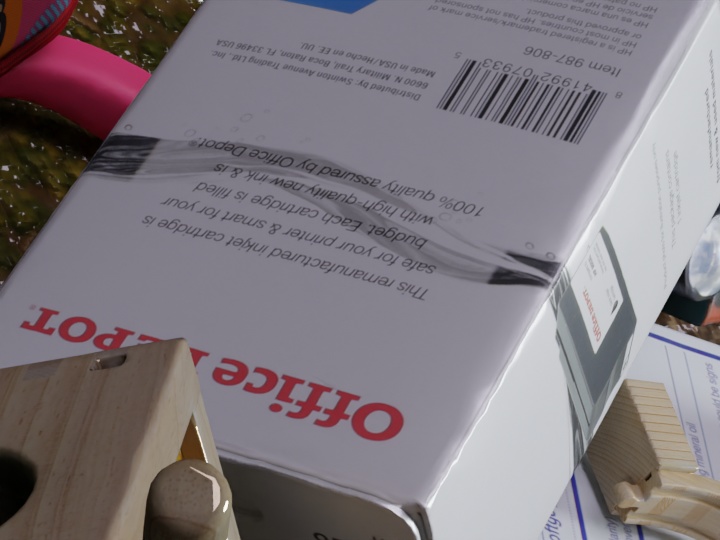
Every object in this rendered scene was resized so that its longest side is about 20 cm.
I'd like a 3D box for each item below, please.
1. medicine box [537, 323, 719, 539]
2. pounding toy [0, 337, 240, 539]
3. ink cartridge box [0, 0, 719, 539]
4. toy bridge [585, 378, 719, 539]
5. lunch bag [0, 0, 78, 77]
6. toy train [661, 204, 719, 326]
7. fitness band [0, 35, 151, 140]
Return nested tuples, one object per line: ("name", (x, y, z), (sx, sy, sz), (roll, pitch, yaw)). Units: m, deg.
("medicine box", (0.091, 0.117, 0.903), (0.200, 0.103, 0.182), (18, 41, -25))
("pounding toy", (-0.064, 0.104, 0.640), (0.184, 0.142, 0.200), (-77, 156, -68))
("ink cartridge box", (0.000, 0.000, 0.836), (0.145, 0.084, 0.200), (15, 52, 24))
("toy bridge", (0.152, 0.073, 0.892), (0.200, 0.027, 0.067), (7, 48, -36))
("lunch bag", (-0.190, -0.121, 0.905), (0.200, 0.082, 0.176), (29, 34, 11))
("toy train", (0.057, -0.037, 1.000), (0.200, 0.085, 0.114), (22, 17, 37))
("fitness band", (-0.089, 0.007, 0.925), (0.144, 0.037, 0.200), (27, 39, -20))
